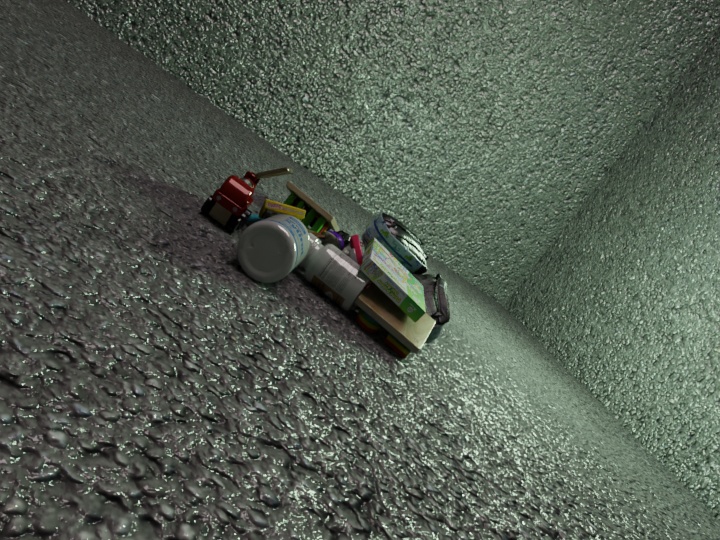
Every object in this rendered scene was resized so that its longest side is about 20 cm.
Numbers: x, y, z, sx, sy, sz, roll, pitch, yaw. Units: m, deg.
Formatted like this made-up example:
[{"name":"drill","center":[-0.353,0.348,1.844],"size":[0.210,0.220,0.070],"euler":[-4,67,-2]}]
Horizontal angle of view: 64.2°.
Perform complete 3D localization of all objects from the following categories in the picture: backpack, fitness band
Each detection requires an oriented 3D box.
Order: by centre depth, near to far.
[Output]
[{"name":"fitness band","center":[0.000,0.000,1.609],"size":[0.144,0.037,0.204],"euler":[56,23,-82]},{"name":"backpack","center":[0.181,0.109,1.676],"size":[0.164,0.128,0.202],"euler":[-1,47,-18]},{"name":"backpack","center":[0.097,-0.081,1.713],"size":[0.200,0.152,0.165],"euler":[50,20,-50]}]

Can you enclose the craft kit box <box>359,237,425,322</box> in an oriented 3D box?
[{"name":"craft kit box","center":[0.086,0.020,1.506],"size":[0.200,0.048,0.198],"euler":[44,19,-10]}]

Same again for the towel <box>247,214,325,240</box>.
[{"name":"towel","center":[-0.210,-0.117,1.590],"size":[0.197,0.022,0.146],"euler":[21,12,19]}]

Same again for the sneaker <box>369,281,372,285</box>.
[{"name":"sneaker","center":[0.042,0.013,1.684],"size":[0.080,0.073,0.200],"euler":[55,-2,-25]}]

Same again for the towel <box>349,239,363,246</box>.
[{"name":"towel","center":[0.059,-0.088,1.895],"size":[0.197,0.031,0.146],"euler":[-3,3,-22]}]

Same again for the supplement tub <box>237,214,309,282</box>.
[{"name":"supplement tub","center":[-0.191,-0.054,1.290],"size":[0.131,0.133,0.200],"euler":[36,12,-3]}]

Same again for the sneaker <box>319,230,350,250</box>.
[{"name":"sneaker","center":[-0.070,-0.089,1.691],"size":[0.200,0.098,0.071],"euler":[-175,-109,-69]}]

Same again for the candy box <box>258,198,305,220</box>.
[{"name":"candy box","center":[-0.204,-0.144,1.468],"size":[0.101,0.027,0.200],"euler":[13,-5,-13]}]

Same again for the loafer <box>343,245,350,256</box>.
[{"name":"loafer","center":[-0.063,-0.052,1.848],"size":[0.069,0.071,0.200],"euler":[14,0,-1]}]

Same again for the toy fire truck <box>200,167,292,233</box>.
[{"name":"toy fire truck","center":[-0.278,-0.201,1.434],"size":[0.128,0.201,0.176],"euler":[34,11,-6]}]

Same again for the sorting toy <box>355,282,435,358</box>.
[{"name":"sorting toy","center":[0.082,0.127,1.495],"size":[0.198,0.070,0.200],"euler":[40,24,5]}]

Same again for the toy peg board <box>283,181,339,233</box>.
[{"name":"toy peg board","center":[-0.187,-0.186,1.988],"size":[0.199,0.098,0.199],"euler":[40,-4,7]}]

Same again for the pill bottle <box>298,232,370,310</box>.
[{"name":"pill bottle","center":[-0.078,0.000,1.466],"size":[0.199,0.115,0.114],"euler":[38,11,5]}]
